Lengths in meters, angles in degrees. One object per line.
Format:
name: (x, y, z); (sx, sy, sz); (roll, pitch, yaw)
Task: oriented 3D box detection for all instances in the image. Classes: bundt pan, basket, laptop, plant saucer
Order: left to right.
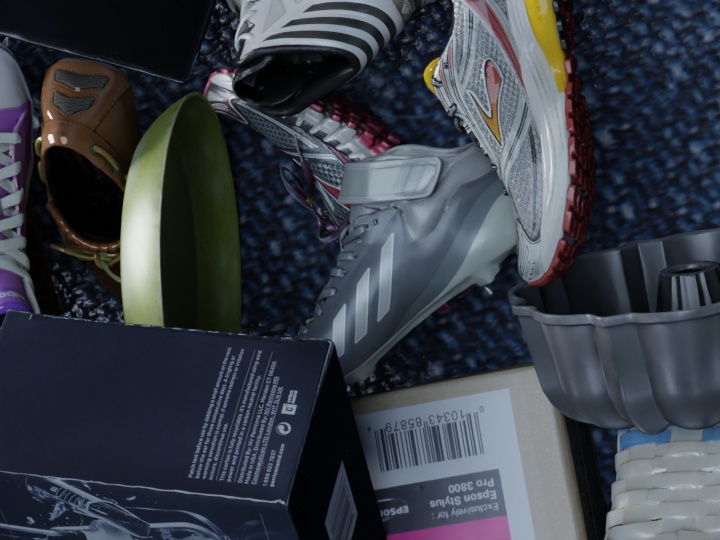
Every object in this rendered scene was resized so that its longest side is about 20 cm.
laptop: (-0.167, -0.199, 1.598); (0.200, 0.116, 0.188); (-13, 55, 57)
plant saucer: (-0.103, 0.000, 1.542); (0.031, 0.200, 0.201); (-1, 90, 9)
bundt pan: (0.183, 0.034, 1.463); (0.201, 0.202, 0.076); (-7, 101, 17)
basket: (0.211, 0.177, 1.468); (0.175, 0.139, 0.201); (-3, 65, 18)

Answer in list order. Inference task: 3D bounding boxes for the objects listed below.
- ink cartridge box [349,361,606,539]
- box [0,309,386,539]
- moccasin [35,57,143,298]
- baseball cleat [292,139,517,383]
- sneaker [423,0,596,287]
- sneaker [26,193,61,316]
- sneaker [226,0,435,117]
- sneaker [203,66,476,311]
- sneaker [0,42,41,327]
ink cartridge box: (0.038, 0.148, 1.566); (0.199, 0.075, 0.166); (-12, 86, 17)
box: (-0.096, 0.126, 1.452); (0.181, 0.200, 0.104); (5, 55, 15)
moccasin: (-0.147, -0.037, 1.566); (0.073, 0.202, 0.078); (11, 61, 6)
baseball cleat: (0.000, 0.000, 1.516); (0.200, 0.070, 0.107); (-37, 97, -1)
sneaker: (0.081, -0.090, 1.476); (0.082, 0.078, 0.201); (-10, 84, 13)
sneaker: (-0.239, 0.012, 1.648); (0.090, 0.067, 0.201); (-25, 66, 26)
sneaker: (-0.060, -0.154, 1.547); (0.200, 0.076, 0.115); (16, 56, 42)
sneaker: (-0.011, -0.054, 1.577); (0.200, 0.081, 0.075); (34, 102, 14)
sneaker: (-0.204, -0.024, 1.517); (0.114, 0.072, 0.202); (31, 120, 57)
